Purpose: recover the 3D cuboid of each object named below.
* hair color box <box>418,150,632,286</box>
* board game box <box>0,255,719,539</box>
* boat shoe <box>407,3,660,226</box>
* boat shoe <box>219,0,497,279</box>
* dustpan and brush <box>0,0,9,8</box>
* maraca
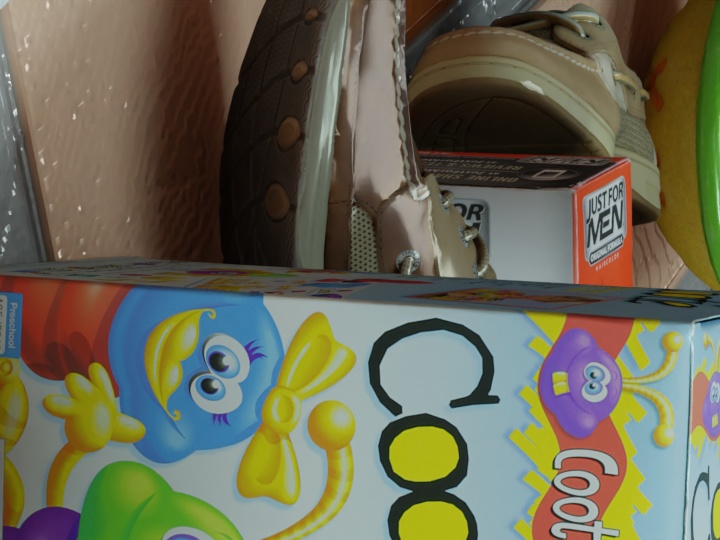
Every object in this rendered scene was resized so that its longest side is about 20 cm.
[{"bbox_3d":[0.034,0.064,0.896,0.061,0.101,0.200,-27,119,-63],"label":"hair color box"},{"bbox_3d":[0.004,0.054,0.711,0.105,0.200,0.103,-5,98,-65],"label":"board game box"},{"bbox_3d":[0.061,-0.062,0.985,0.200,0.071,0.065,32,58,-71],"label":"boat shoe"},{"bbox_3d":[0.000,0.000,0.821,0.076,0.072,0.200,-142,-126,-66],"label":"boat shoe"},{"bbox_3d":[-0.073,-0.116,0.687,0.200,0.057,0.140,-57,143,-46],"label":"dustpan and brush"},{"bbox_3d":[0.172,-0.081,1.167,0.137,0.107,0.200,-8,100,-64],"label":"maraca"}]
